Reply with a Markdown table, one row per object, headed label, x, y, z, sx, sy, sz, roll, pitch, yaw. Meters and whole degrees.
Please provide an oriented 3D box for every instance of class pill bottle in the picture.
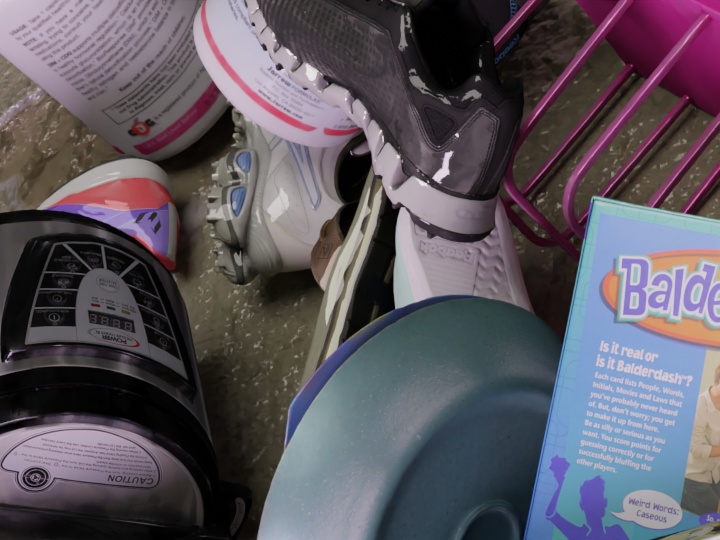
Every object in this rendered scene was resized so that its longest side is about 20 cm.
| label | x | y | z | sx | sy | sz | roll | pitch | yaw |
| --- | --- | --- | --- | --- | --- | --- | --- | --- | --- |
| pill bottle | -0.165 | -0.163 | 1.304 | 0.113 | 0.200 | 0.114 | -31 | 37 | 27 |
| pill bottle | 0.008 | -0.166 | 1.154 | 0.200 | 0.109 | 0.109 | -48 | 38 | 31 |

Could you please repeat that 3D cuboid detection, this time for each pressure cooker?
| label | x | y | z | sx | sy | sz | roll | pitch | yaw |
| --- | --- | --- | --- | --- | --- | --- | --- | --- | --- |
| pressure cooker | -0.158 | 0.090 | 1.134 | 0.175 | 0.179 | 0.200 | -23 | 42 | 7 |

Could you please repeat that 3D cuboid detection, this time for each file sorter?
| label | x | y | z | sx | sy | sz | roll | pitch | yaw |
| --- | --- | --- | --- | --- | --- | --- | --- | --- | --- |
| file sorter | 0.129 | -0.064 | 1.064 | 0.125 | 0.139 | 0.200 | -50 | 43 | -3 |

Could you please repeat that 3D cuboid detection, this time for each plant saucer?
| label | x | y | z | sx | sy | sz | roll | pitch | yaw |
| --- | --- | --- | --- | --- | --- | --- | --- | --- | --- |
| plant saucer | 0.043 | 0.112 | 0.948 | 0.036 | 0.200 | 0.200 | 20 | 72 | 46 |

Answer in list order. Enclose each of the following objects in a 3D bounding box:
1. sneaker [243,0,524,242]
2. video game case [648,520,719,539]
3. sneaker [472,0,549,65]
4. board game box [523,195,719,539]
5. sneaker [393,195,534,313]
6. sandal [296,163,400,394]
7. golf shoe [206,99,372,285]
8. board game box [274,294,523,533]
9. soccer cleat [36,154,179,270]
| label | x | y | z | sx | sy | sz | roll | pitch | yaw |
| --- | --- | --- | --- | --- | --- | --- | --- | --- | --- |
| sneaker | 0.016 | -0.106 | 1.031 | 0.200 | 0.066 | 0.091 | 52 | 129 | 37 |
| video game case | 0.120 | 0.205 | 0.857 | 0.181 | 0.036 | 0.201 | -19 | 89 | 25 |
| sneaker | 0.005 | -0.161 | 1.261 | 0.200 | 0.073 | 0.082 | 20 | 70 | 35 |
| board game box | 0.148 | 0.081 | 0.900 | 0.152 | 0.045 | 0.201 | 12 | 91 | 29 |
| sneaker | 0.060 | 0.059 | 1.084 | 0.074 | 0.118 | 0.201 | -9 | 81 | -2 |
| sandal | -0.001 | 0.000 | 1.154 | 0.057 | 0.080 | 0.201 | 6 | 63 | 37 |
| golf shoe | -0.030 | -0.077 | 1.260 | 0.097 | 0.078 | 0.200 | -2 | 54 | 6 |
| board game box | 0.012 | 0.104 | 0.970 | 0.039 | 0.158 | 0.201 | 18 | 107 | 47 |
| soccer cleat | -0.194 | 0.008 | 1.308 | 0.200 | 0.068 | 0.073 | -28 | 50 | 14 |
